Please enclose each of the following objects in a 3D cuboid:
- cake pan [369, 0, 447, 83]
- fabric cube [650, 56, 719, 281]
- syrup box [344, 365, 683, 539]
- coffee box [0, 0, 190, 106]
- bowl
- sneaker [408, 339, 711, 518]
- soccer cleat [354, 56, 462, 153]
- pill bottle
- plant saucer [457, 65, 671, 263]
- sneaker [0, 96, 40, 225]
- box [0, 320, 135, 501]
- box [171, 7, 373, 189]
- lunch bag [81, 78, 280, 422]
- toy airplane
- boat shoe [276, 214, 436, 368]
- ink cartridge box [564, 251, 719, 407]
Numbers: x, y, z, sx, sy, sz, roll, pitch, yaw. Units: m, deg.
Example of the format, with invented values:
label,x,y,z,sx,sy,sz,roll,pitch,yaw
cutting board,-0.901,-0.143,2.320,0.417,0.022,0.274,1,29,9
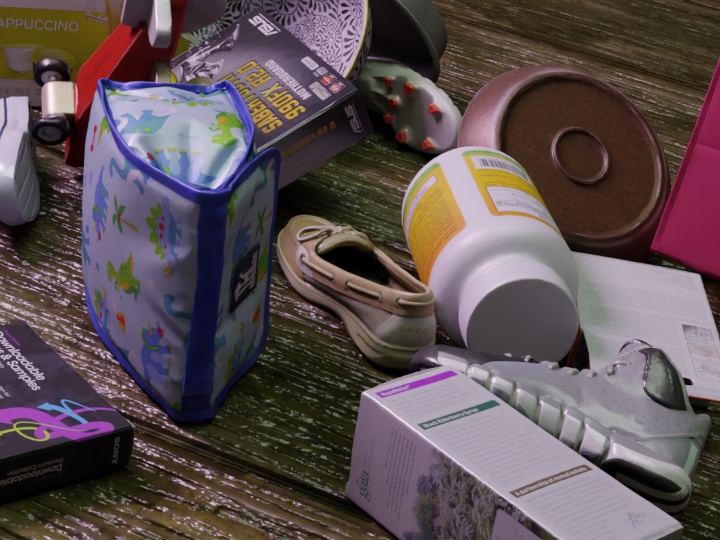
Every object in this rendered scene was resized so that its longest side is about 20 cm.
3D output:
label,x,y,z,sx,sy,sz,roll,pitch,yaw
cake pan,0.007,-0.261,1.677,0.200,0.200,0.037,28,72,33
fabric cube,0.383,-0.069,1.356,0.199,0.201,0.196,25,15,28
syrup box,0.085,0.141,1.001,0.081,0.079,0.200,-13,34,-38
coffee box,-0.273,-0.282,1.593,0.199,0.199,0.200,0,27,-19
bowl,-0.063,-0.218,1.600,0.200,0.202,0.094,25,2,29
sneaker,0.138,0.081,1.118,0.199,0.075,0.116,27,52,13
soccer cleat,0.041,-0.168,1.628,0.077,0.070,0.200,-9,29,-39
pill bottle,0.099,-0.005,1.264,0.110,0.112,0.200,4,27,-11
plant saucer,0.178,-0.090,1.416,0.199,0.035,0.201,8,64,-17
sneaker,-0.296,-0.084,1.350,0.070,0.073,0.200,-9,22,-6
box,-0.258,0.094,1.028,0.199,0.036,0.143,-13,35,-36
box,-0.104,-0.136,1.450,0.158,0.048,0.200,-31,39,-10
lunch bag,-0.121,-0.019,1.149,0.127,0.171,0.200,-1,27,-13
toy airplane,-0.160,-0.160,1.355,0.141,0.201,0.199,21,1,-32
boat shoe,-0.002,0.001,1.272,0.073,0.063,0.201,-3,29,-25
ink cartridge box,0.207,0.057,1.249,0.108,0.051,0.200,10,27,-2
